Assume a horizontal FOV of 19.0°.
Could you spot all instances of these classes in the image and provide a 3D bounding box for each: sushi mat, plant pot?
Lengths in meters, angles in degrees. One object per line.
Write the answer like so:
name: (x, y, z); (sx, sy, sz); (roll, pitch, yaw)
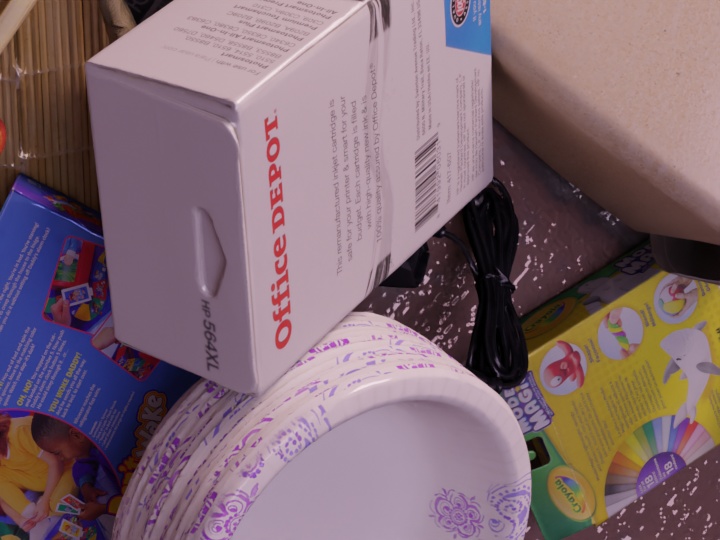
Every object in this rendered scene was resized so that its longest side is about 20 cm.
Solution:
sushi mat: (-0.163, -0.095, 1.013); (0.095, 0.012, 0.202); (-3, 112, -9)
plant pot: (0.136, -0.145, 1.076); (0.176, 0.200, 0.201); (28, 89, -11)

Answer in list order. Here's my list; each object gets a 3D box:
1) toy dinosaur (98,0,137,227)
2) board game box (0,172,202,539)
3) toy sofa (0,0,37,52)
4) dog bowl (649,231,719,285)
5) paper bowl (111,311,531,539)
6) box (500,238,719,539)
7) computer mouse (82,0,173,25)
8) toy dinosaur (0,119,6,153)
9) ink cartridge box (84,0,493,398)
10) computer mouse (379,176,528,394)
toy dinosaur: (-0.100, -0.076, 0.992); (0.047, 0.089, 0.201); (-5, 136, 2)
board game box: (-0.147, 0.074, 1.029); (0.134, 0.045, 0.201); (27, 99, -8)
toy sofa: (-0.227, -0.161, 0.916); (0.199, 0.098, 0.083); (34, 97, -17)
dog bowl: (0.226, -0.076, 1.110); (0.058, 0.200, 0.201); (28, 89, -10)
paper bowl: (-0.026, 0.114, 0.998); (0.199, 0.104, 0.202); (-19, 125, -29)
box: (0.159, 0.055, 1.205); (0.199, 0.048, 0.118); (-31, 112, -19)
computer mouse: (-0.109, -0.172, 1.027); (0.200, 0.053, 0.139); (38, 101, -20)
toy dinosaur: (-0.243, -0.105, 0.952); (0.180, 0.105, 0.202); (1, 100, -25)
ink cartridge box: (-0.025, -0.063, 0.948); (0.200, 0.084, 0.147); (-41, 140, -43)
computer mouse: (0.000, 0.000, 1.091); (0.199, 0.046, 0.141); (16, 55, -34)
